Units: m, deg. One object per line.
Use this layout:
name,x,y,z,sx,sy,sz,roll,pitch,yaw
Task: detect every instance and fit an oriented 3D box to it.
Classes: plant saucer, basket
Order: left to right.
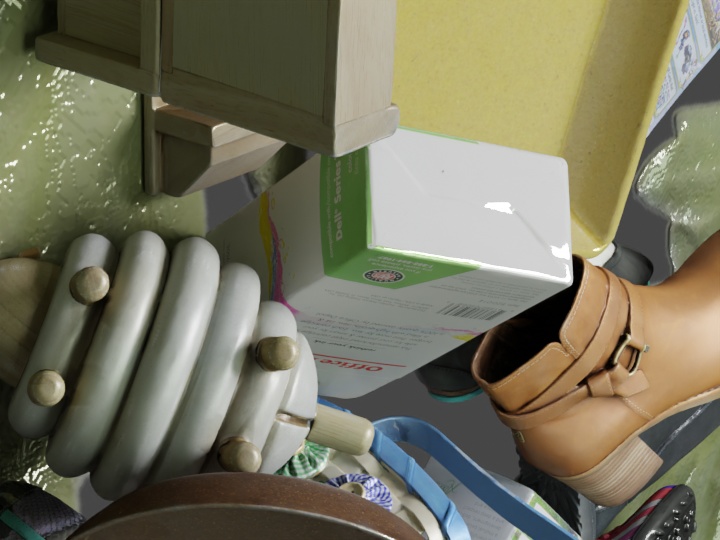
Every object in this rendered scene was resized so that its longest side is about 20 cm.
plant saucer,-0.045,0.145,1.094,0.200,0.200,0.035,60,27,-46
basket,0.008,0.146,1.262,0.200,0.176,0.140,-12,124,-41
plant saucer,0.072,-0.102,1.294,0.199,0.048,0.201,-3,119,-36

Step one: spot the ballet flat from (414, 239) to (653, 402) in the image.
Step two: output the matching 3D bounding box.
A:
ballet flat,0.105,0.009,1.425,0.200,0.068,0.069,-30,117,-43

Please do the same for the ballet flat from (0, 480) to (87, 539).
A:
ballet flat,-0.127,0.178,1.186,0.072,0.072,0.201,-54,141,-22

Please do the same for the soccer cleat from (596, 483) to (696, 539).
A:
soccer cleat,0.143,0.204,1.551,0.200,0.073,0.068,-49,141,-28

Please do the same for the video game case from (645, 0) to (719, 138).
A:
video game case,0.140,-0.166,1.407,0.181,0.045,0.200,-48,138,-27

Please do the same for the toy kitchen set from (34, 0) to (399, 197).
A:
toy kitchen set,-0.019,-0.095,1.114,0.200,0.180,0.164,-24,125,-46

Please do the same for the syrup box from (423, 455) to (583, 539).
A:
syrup box,0.042,0.217,1.417,0.200,0.081,0.079,-61,141,-13

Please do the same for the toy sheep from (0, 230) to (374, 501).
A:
toy sheep,-0.088,0.047,1.104,0.138,0.199,0.138,-62,-171,18

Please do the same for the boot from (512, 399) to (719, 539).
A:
boot,0.182,0.069,1.544,0.200,0.066,0.165,-36,144,-32

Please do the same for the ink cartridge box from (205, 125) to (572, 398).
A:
ink cartridge box,0.000,0.000,1.189,0.117,0.200,0.068,10,66,-30

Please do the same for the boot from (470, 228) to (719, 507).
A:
boot,0.151,0.025,1.385,0.200,0.077,0.155,-49,135,-4
